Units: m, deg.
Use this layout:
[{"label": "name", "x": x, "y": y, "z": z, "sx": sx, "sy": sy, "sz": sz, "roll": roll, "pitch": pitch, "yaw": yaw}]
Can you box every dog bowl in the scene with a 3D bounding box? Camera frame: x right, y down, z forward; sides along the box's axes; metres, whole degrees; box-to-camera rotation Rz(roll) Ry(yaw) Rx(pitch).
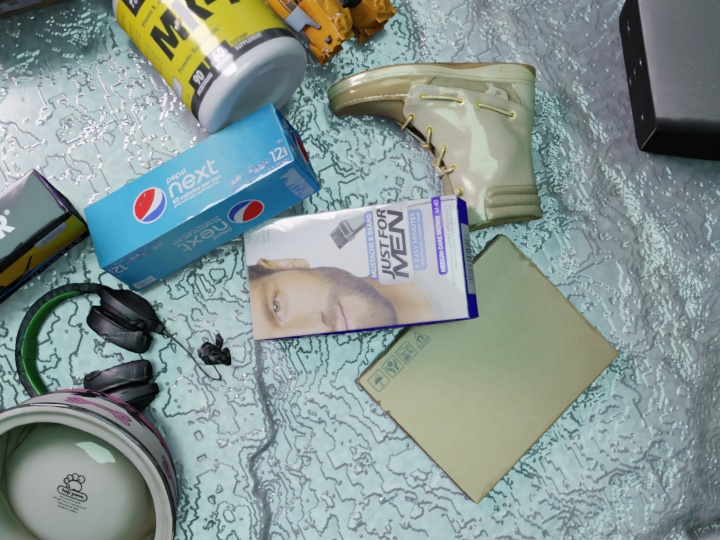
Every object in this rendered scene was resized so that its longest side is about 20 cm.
[{"label": "dog bowl", "x": -0.246, "y": 0.191, "z": 1.022, "sx": 0.198, "sy": 0.074, "sz": 0.202, "roll": 2, "pitch": 109, "yaw": 7}]

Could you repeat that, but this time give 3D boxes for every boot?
[{"label": "boot", "x": 0.071, "y": -0.111, "z": 1.112, "sx": 0.198, "sy": 0.073, "sz": 0.157, "roll": -3, "pitch": 87, "yaw": -9}]

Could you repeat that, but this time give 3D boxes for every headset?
[{"label": "headset", "x": -0.214, "y": 0.074, "z": 1.056, "sx": 0.198, "sy": 0.094, "sz": 0.125, "roll": 2, "pitch": 86, "yaw": 6}]

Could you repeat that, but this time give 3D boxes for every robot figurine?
[{"label": "robot figurine", "x": -0.063, "y": -0.290, "z": 1.097, "sx": 0.200, "sy": 0.058, "sz": 0.145, "roll": 50, "pitch": 42, "yaw": 3}]

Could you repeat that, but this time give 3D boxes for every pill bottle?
[{"label": "pill bottle", "x": -0.149, "y": -0.226, "z": 1.063, "sx": 0.114, "sy": 0.114, "sz": 0.200, "roll": -39, "pitch": 75, "yaw": -7}]

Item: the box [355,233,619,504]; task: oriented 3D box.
[{"label": "box", "x": 0.121, "y": 0.092, "z": 1.123, "sx": 0.200, "sy": 0.021, "sz": 0.164, "roll": -45, "pitch": 91, "yaw": -7}]

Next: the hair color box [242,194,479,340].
[{"label": "hair color box", "x": 0.000, "y": 0.000, "z": 1.069, "sx": 0.198, "sy": 0.065, "sz": 0.110, "roll": -7, "pitch": 86, "yaw": 15}]

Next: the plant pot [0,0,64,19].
[{"label": "plant pot", "x": -0.337, "y": -0.314, "z": 1.034, "sx": 0.198, "sy": 0.200, "sz": 0.179, "roll": -17, "pitch": 98, "yaw": -7}]

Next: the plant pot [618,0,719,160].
[{"label": "plant pot", "x": 0.339, "y": -0.198, "z": 1.093, "sx": 0.176, "sy": 0.200, "sz": 0.201, "roll": -8, "pitch": 87, "yaw": 7}]

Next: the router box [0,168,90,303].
[{"label": "router box", "x": -0.333, "y": 0.001, "z": 1.023, "sx": 0.200, "sy": 0.149, "sz": 0.051, "roll": -39, "pitch": 89, "yaw": -7}]

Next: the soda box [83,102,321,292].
[{"label": "soda box", "x": -0.140, "y": -0.063, "z": 1.052, "sx": 0.199, "sy": 0.064, "sz": 0.068, "roll": -28, "pitch": 62, "yaw": 10}]
